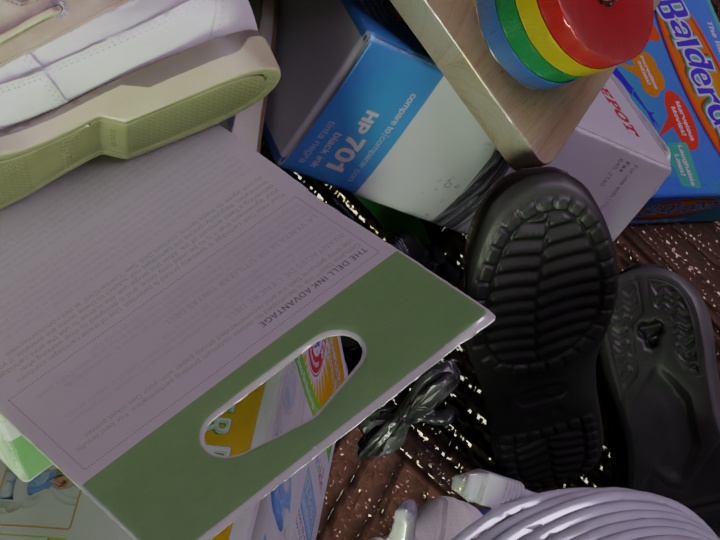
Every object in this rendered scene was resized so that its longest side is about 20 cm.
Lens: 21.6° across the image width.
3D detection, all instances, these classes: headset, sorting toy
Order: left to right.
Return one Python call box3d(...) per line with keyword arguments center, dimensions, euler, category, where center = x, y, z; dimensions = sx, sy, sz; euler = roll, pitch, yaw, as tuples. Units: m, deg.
box3d(center=(0.000, 0.000, 0.887), dimensions=(0.123, 0.094, 0.200), euler=(22, 41, -32), category="headset")
box3d(center=(0.086, -0.186, 0.868), dimensions=(0.199, 0.070, 0.200), euler=(52, 50, -21), category="sorting toy")

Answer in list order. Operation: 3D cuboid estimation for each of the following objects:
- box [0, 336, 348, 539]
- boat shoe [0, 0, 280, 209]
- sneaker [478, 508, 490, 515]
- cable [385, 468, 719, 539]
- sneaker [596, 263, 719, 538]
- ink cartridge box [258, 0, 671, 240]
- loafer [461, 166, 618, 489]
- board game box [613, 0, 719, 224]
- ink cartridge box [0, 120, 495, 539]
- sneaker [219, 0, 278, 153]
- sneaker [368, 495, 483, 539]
box3d(center=(-0.074, 0.084, 0.729), dimensions=(0.101, 0.113, 0.200), euler=(3, 50, 11), category="box")
box3d(center=(-0.132, -0.064, 0.673), dimensions=(0.200, 0.075, 0.068), euler=(-21, 80, -20), category="boat shoe")
box3d(center=(0.118, 0.189, 0.865), dimensions=(0.081, 0.115, 0.200), euler=(-16, 77, -45), category="sneaker")
box3d(center=(0.088, 0.185, 0.763), dimensions=(0.200, 0.069, 0.200), euler=(7, 100, -32), category="cable")
box3d(center=(0.163, 0.093, 0.991), dimensions=(0.114, 0.076, 0.200), euler=(-28, 108, -78), category="sneaker")
box3d(center=(0.038, -0.094, 0.952), dimensions=(0.200, 0.086, 0.147), euler=(20, 28, -35), category="ink cartridge box")
box3d(center=(0.078, 0.022, 0.912), dimensions=(0.073, 0.200, 0.071), euler=(-9, 44, -6), category="loafer")
box3d(center=(0.160, -0.103, 1.134), dimensions=(0.200, 0.045, 0.152), euler=(-4, 69, -45), category="board game box")
box3d(center=(-0.068, 0.021, 0.671), dimensions=(0.145, 0.048, 0.200), euler=(-37, 51, -22), category="ink cartridge box")
box3d(center=(-0.093, -0.096, 0.874), dimensions=(0.090, 0.067, 0.200), euler=(22, 58, -36), category="sneaker")
box3d(center=(-0.012, 0.148, 0.808), dimensions=(0.081, 0.075, 0.200), euler=(46, 42, 2), category="sneaker")
